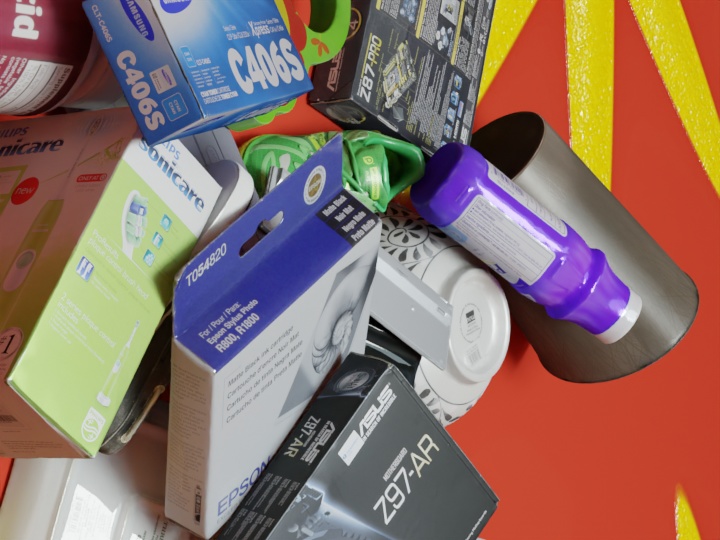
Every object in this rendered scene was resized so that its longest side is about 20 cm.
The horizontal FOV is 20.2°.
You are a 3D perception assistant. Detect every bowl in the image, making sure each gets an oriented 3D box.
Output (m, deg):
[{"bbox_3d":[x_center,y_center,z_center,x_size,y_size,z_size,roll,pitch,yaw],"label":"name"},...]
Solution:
[{"bbox_3d":[0.055,0.043,1.586,0.200,0.094,0.202,4,85,-52],"label":"bowl"}]

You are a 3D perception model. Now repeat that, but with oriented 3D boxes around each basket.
[{"bbox_3d":[0.160,-0.023,1.686,0.136,0.180,0.200,-50,118,-19],"label":"basket"}]

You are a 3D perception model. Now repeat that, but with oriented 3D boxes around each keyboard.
[{"bbox_3d":[0.000,0.000,1.455,0.200,0.011,0.057,38,50,-32],"label":"keyboard"}]

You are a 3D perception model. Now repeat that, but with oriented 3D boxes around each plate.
[{"bbox_3d":[-0.143,0.178,1.325,0.199,0.032,0.201,26,68,-30],"label":"plate"}]

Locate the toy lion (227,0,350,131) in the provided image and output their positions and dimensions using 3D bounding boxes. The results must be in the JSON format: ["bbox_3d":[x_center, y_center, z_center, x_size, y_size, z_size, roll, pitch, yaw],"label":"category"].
[{"bbox_3d":[-0.075,-0.192,1.427,0.199,0.068,0.193,7,74,-53],"label":"toy lion"}]

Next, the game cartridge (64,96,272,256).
[{"bbox_3d":[-0.124,-0.053,1.362,0.129,0.038,0.201,-21,88,-49],"label":"game cartridge"}]

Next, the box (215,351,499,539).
[{"bbox_3d":[-0.008,0.182,1.351,0.200,0.043,0.160,-53,128,-22],"label":"box"}]

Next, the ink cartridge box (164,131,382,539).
[{"bbox_3d":[-0.054,0.041,1.305,0.200,0.040,0.201,-44,149,-44],"label":"ink cartridge box"}]

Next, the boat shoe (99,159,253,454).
[{"bbox_3d":[-0.123,0.023,1.276,0.064,0.071,0.200,36,89,-35],"label":"boat shoe"}]

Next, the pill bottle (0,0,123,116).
[{"bbox_3d":[-0.227,-0.152,1.207,0.199,0.114,0.115,1,87,-53],"label":"pill bottle"}]

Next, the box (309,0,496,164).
[{"bbox_3d":[0.041,-0.192,1.615,0.161,0.049,0.201,31,64,-50],"label":"box"}]

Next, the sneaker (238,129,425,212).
[{"bbox_3d":[-0.024,-0.072,1.494,0.200,0.083,0.075,-22,103,-52],"label":"sneaker"}]

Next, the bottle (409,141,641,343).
[{"bbox_3d":[0.131,-0.018,1.566,0.200,0.084,0.065,37,94,-18],"label":"bottle"}]

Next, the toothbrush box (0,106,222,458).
[{"bbox_3d":[-0.194,0.007,1.219,0.086,0.145,0.201,50,52,-38],"label":"toothbrush box"}]

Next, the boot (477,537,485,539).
[{"bbox_3d":[0.010,0.204,1.466,0.199,0.096,0.074,25,71,-12],"label":"boot"}]

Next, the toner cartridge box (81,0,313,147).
[{"bbox_3d":[-0.096,-0.137,1.253,0.095,0.043,0.200,64,20,-2],"label":"toner cartridge box"}]

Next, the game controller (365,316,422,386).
[{"bbox_3d":[-0.042,0.049,1.456,0.199,0.042,0.105,24,72,-26],"label":"game controller"}]
